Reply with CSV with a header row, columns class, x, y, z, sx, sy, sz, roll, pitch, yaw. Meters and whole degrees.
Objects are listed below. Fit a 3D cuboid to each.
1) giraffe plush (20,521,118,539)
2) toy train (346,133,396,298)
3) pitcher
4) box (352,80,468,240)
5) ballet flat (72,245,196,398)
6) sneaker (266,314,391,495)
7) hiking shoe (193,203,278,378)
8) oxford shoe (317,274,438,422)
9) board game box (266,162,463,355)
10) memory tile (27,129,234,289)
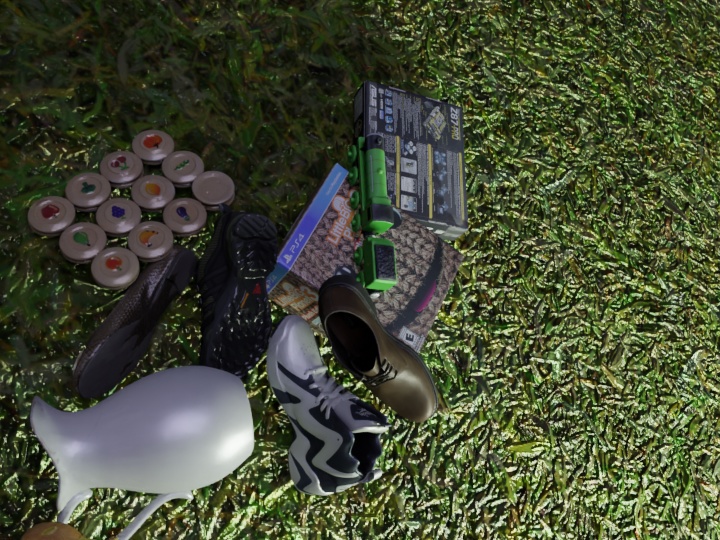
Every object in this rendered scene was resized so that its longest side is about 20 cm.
class,x,y,z,sx,sy,sz,roll,pitch,yaw
giraffe plush,-0.278,0.288,0.618,0.162,0.172,0.201,-40,98,-32
toy train,0.014,-0.069,0.834,0.041,0.056,0.202,5,69,-23
pitcher,-0.210,0.189,0.723,0.198,0.121,0.173,-9,101,-22
box,0.069,-0.153,1.010,0.160,0.049,0.202,8,68,-20
ballet flat,-0.249,0.049,0.787,0.046,0.068,0.201,18,59,19
sneaker,-0.026,0.141,0.784,0.079,0.129,0.201,3,77,-53
hiking shoe,-0.147,0.028,0.819,0.075,0.100,0.202,8,100,-37
oxford shoe,0.016,0.105,0.791,0.200,0.072,0.085,49,19,-19
board game box,0.000,0.000,0.891,0.199,0.097,0.160,34,60,-10
memory tile,-0.255,-0.076,0.823,0.153,0.017,0.200,37,58,13
